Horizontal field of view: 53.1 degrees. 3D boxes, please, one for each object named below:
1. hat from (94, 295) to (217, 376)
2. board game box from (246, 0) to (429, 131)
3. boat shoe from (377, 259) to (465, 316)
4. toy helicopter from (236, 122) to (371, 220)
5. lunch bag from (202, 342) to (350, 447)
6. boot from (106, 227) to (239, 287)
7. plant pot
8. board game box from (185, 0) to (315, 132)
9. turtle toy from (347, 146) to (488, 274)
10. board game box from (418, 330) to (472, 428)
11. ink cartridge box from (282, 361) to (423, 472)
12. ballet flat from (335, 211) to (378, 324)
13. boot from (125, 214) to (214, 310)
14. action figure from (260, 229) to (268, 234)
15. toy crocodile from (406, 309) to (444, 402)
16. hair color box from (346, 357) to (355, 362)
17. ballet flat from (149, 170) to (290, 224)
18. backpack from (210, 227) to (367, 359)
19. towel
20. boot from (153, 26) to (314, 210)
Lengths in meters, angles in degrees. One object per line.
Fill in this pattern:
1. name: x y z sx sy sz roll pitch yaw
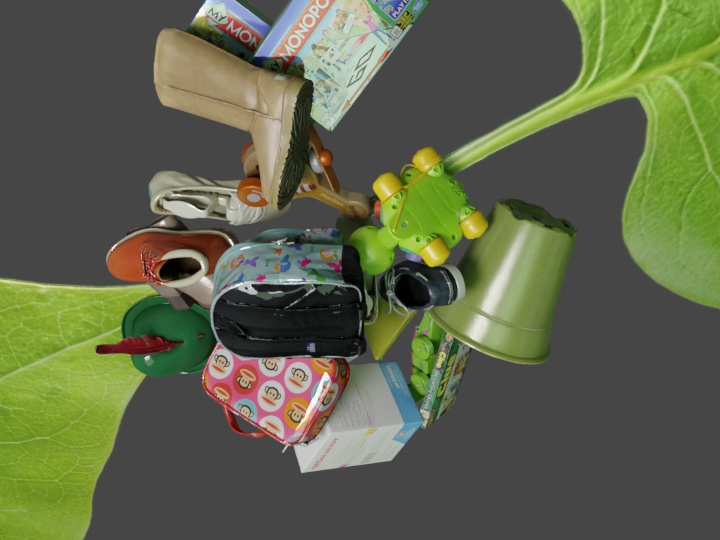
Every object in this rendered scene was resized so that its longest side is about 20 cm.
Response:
1. hat: -0.317 0.151 1.126 0.199 0.176 0.166 24 121 -17
2. board game box: -0.030 -0.291 0.886 0.134 0.029 0.200 32 107 -23
3. boat shoe: 0.071 0.027 1.028 0.062 0.200 0.075 -16 101 -26
4. toy helicopter: -0.061 -0.124 0.976 0.199 0.079 0.132 24 141 -31
5. lunch bag: -0.132 0.165 1.066 0.200 0.082 0.177 30 91 21
6. boot: -0.276 -0.013 0.984 0.199 0.107 0.075 -7 108 17
7. plant pot: 0.223 0.003 1.054 0.199 0.200 0.191 16 111 -13
8. board game box: -0.137 -0.256 0.938 0.200 0.029 0.135 32 119 -22
9. turtle toy: 0.069 -0.068 0.999 0.200 0.101 0.146 -35 88 -24
10. board game box: 0.148 0.155 1.177 0.023 0.105 0.201 28 118 28
11. ink cartridge box: -0.027 0.238 1.180 0.199 0.126 0.129 2 138 -31
12. ballet flat: 0.000 0.000 1.100 0.069 0.070 0.201 -5 125 2
13. boot: -0.249 -0.019 1.064 0.199 0.070 0.147 -16 116 19
14. action figure: -0.125 0.032 1.129 0.118 0.055 0.200 14 127 -15
15. toy crocodile: 0.111 0.142 1.211 0.067 0.062 0.201 -27 133 -35
16. hair color box: -0.117 0.151 1.186 0.200 0.064 0.111 -35 140 21
17. ballet flat: -0.199 -0.094 1.019 0.199 0.070 0.070 6 125 -7
18. backpack: -0.098 0.035 0.959 0.199 0.151 0.178 -6 138 -6
19. towel: 0.066 0.045 1.124 0.018 0.086 0.200 14 126 -31
20. boot: -0.159 -0.186 0.884 0.199 0.066 0.176 22 116 17
